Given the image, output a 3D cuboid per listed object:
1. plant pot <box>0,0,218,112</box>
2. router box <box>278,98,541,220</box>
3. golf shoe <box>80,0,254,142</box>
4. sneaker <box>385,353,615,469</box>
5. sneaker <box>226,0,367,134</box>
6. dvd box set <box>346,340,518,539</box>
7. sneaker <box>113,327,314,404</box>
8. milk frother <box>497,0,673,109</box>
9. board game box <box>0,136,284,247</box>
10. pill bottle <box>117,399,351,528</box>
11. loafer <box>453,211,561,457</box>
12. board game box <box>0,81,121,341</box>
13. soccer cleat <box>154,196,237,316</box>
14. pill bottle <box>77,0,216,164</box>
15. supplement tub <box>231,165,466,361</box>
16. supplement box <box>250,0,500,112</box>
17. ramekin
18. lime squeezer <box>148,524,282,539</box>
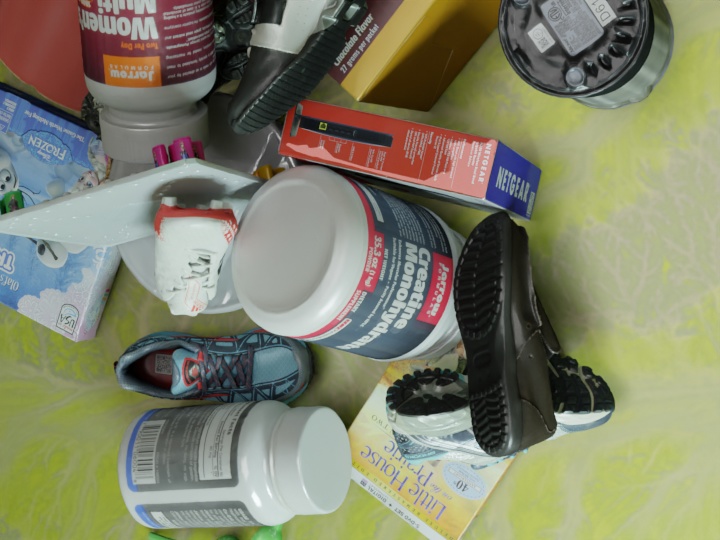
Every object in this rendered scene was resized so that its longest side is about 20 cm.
[{"bbox_3d":[-0.241,-0.256,1.291,0.200,0.200,0.178,43,114,12],"label":"plant pot"},{"bbox_3d":[0.048,-0.093,1.184,0.178,0.200,0.049,14,91,18],"label":"router box"},{"bbox_3d":[-0.153,-0.176,1.237,0.198,0.088,0.078,-28,105,7],"label":"golf shoe"},{"bbox_3d":[0.122,0.128,1.219,0.197,0.078,0.087,-3,128,3],"label":"sneaker"},{"bbox_3d":[-0.053,-0.201,1.076,0.088,0.074,0.201,39,97,13],"label":"sneaker"},{"bbox_3d":[0.079,0.135,1.278,0.146,0.029,0.201,36,104,14],"label":"dvd box set"},{"bbox_3d":[-0.142,0.099,1.318,0.198,0.095,0.080,-3,93,19],"label":"sneaker"},{"bbox_3d":[0.217,-0.236,1.123,0.198,0.188,0.183,-17,89,19],"label":"milk frother"},{"bbox_3d":[-0.183,-0.062,1.168,0.198,0.200,0.026,-14,82,19],"label":"board game box"},{"bbox_3d":[-0.116,0.180,1.292,0.198,0.113,0.115,-6,91,28],"label":"pill bottle"},{"bbox_3d":[0.125,0.053,1.155,0.073,0.071,0.203,-16,72,58],"label":"loafer"},{"bbox_3d":[-0.325,-0.061,1.400,0.198,0.043,0.201,24,102,16],"label":"board game box"},{"bbox_3d":[-0.141,-0.009,1.165,0.068,0.200,0.086,4,81,-10],"label":"soccer cleat"},{"bbox_3d":[-0.172,-0.196,1.125,0.108,0.110,0.202,8,116,18],"label":"pill bottle"},{"bbox_3d":[0.000,0.000,1.190,0.139,0.199,0.142,-12,71,37],"label":"supplement tub"},{"bbox_3d":[-0.001,-0.255,1.193,0.200,0.197,0.133,44,106,12],"label":"supplement box"},{"bbox_3d":[-0.128,-0.064,1.304,0.200,0.094,0.205,1,93,19],"label":"ramekin"},{"bbox_3d":[-0.120,0.252,1.352,0.199,0.038,0.071,-27,84,20],"label":"lime squeezer"}]
